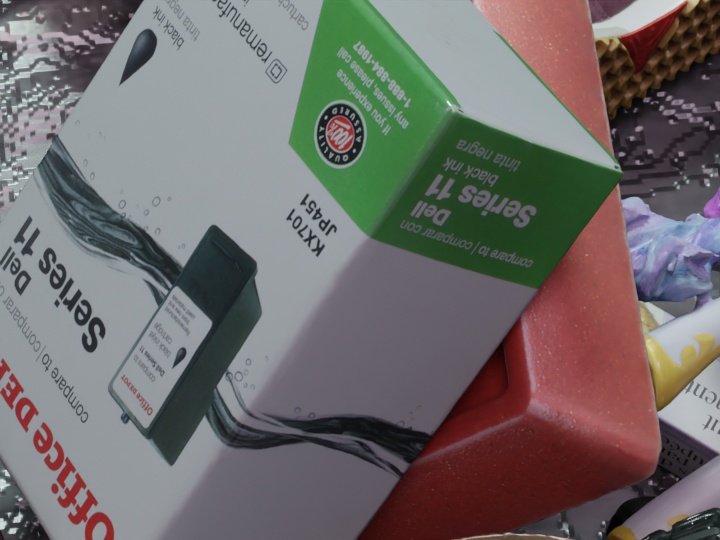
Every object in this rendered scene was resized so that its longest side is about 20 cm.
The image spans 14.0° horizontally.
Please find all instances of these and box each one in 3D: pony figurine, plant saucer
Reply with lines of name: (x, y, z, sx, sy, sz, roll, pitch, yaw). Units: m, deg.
pony figurine: (0.163, 0.005, 0.982, 0.200, 0.166, 0.194, -15, 91, -24)
plant saucer: (0.000, 0.000, 0.978, 0.037, 0.199, 0.200, 14, 60, -44)

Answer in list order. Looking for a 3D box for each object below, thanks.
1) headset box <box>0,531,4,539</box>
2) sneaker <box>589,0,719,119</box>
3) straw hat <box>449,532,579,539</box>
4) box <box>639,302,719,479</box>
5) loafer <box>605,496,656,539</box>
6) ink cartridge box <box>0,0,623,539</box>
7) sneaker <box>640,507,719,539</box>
headset box: (-0.214, 0.059, 0.986, 0.148, 0.075, 0.200, -21, 72, -14)
sneaker: (0.068, -0.102, 1.078, 0.200, 0.075, 0.090, -27, 64, -33)
straw hat: (0.044, 0.181, 0.952, 0.201, 0.085, 0.202, 0, 83, 2)
box: (0.085, 0.029, 1.048, 0.200, 0.039, 0.041, 31, 68, 7)
loafer: (0.146, 0.162, 0.981, 0.071, 0.073, 0.200, -15, 71, -12)
ink cartridge box: (-0.033, -0.002, 0.925, 0.200, 0.083, 0.147, -56, 47, 18)
sneaker: (0.065, 0.137, 0.880, 0.200, 0.076, 0.091, -20, 93, 4)
